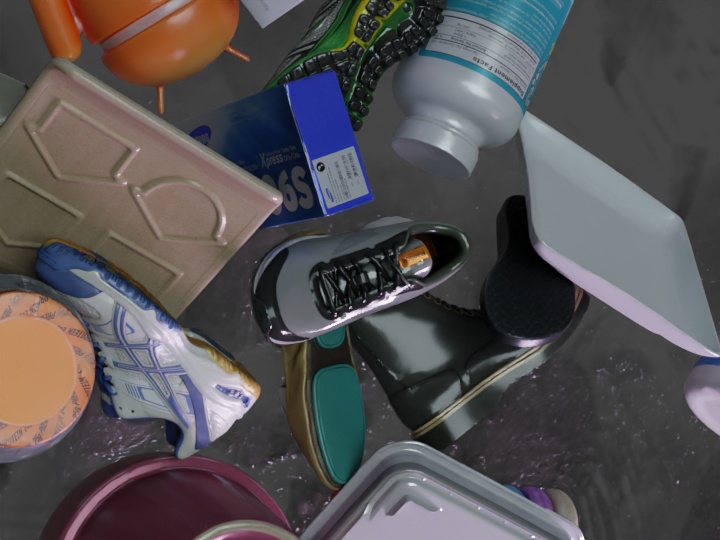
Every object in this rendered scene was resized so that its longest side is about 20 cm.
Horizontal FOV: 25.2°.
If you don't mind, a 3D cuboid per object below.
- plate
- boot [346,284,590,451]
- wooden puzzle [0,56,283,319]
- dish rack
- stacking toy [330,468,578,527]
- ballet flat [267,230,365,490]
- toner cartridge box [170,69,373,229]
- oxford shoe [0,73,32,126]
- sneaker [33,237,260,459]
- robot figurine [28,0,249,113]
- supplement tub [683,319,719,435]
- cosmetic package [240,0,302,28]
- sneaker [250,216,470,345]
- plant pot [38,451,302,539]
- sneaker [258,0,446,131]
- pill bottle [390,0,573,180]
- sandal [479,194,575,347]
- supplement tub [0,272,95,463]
[{"bbox_3d":[0.203,-0.027,1.335,0.200,0.032,0.200,31,31,-21],"label":"plate"},{"bbox_3d":[0.084,0.035,1.311,0.200,0.077,0.138,-40,93,-30],"label":"boot"},{"bbox_3d":[-0.180,-0.047,1.135,0.185,0.200,0.046,32,37,-21],"label":"wooden puzzle"},{"bbox_3d":[0.058,0.232,1.247,0.200,0.044,0.172,30,116,-20],"label":"dish rack"},{"bbox_3d":[0.071,0.198,1.293,0.199,0.085,0.086,16,81,-19],"label":"stacking toy"},{"bbox_3d":[-0.038,0.070,1.251,0.069,0.063,0.201,2,81,-49],"label":"ballet flat"},{"bbox_3d":[-0.069,-0.080,1.165,0.043,0.200,0.095,-19,95,-29],"label":"toner cartridge box"},{"bbox_3d":[-0.222,-0.100,1.161,0.200,0.058,0.075,30,51,-20],"label":"oxford shoe"},{"bbox_3d":[-0.162,0.061,1.129,0.088,0.075,0.200,-48,117,0],"label":"sneaker"},{"bbox_3d":[-0.166,-0.219,1.174,0.200,0.116,0.144,59,37,-11],"label":"robot figurine"},{"bbox_3d":[0.385,0.057,1.419,0.132,0.132,0.200,39,71,-19],"label":"supplement tub"},{"bbox_3d":[-0.051,-0.272,1.191,0.113,0.081,0.200,53,28,-13],"label":"cosmetic package"},{"bbox_3d":[0.000,0.000,1.199,0.200,0.079,0.074,-22,98,-40],"label":"sneaker"},{"bbox_3d":[-0.115,0.232,1.141,0.199,0.179,0.201,1,88,-27],"label":"plant pot"},{"bbox_3d":[-0.020,-0.161,1.269,0.200,0.085,0.078,-45,118,-6],"label":"sneaker"},{"bbox_3d":[0.095,-0.176,1.301,0.111,0.111,0.200,30,76,-22],"label":"pill bottle"},{"bbox_3d":[0.134,0.011,1.296,0.075,0.048,0.201,21,33,-2],"label":"sandal"},{"bbox_3d":[-0.250,0.064,1.071,0.122,0.200,0.123,2,86,-25],"label":"supplement tub"}]
